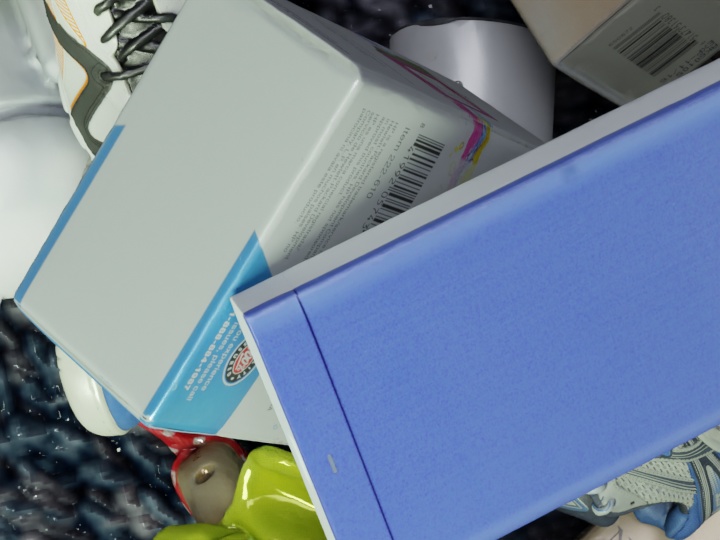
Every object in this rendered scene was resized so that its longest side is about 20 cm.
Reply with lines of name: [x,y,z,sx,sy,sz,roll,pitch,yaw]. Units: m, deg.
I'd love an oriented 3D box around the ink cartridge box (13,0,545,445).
ink cartridge box: [-0.014,-0.013,0.796,0.085,0.200,0.145,37,100,30]

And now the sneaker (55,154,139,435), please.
sneaker: [-0.056,-0.024,0.880,0.111,0.077,0.200,2,61,17]

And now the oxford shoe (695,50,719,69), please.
oxford shoe: [0.162,-0.070,0.973,0.071,0.073,0.201,-2,80,-1]

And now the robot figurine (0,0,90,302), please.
robot figurine: [-0.171,-0.071,0.941,0.113,0.170,0.200,0,59,-37]

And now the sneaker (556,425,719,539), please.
sneaker: [0.095,0.060,0.830,0.085,0.200,0.077,-56,40,4]

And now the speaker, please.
speaker: [0.047,-0.010,0.960,0.081,0.081,0.201,3,80,1]

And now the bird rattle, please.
bird rattle: [-0.051,0.121,0.906,0.113,0.200,0.163,-36,120,-11]

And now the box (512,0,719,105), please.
box: [0.088,-0.179,0.940,0.078,0.095,0.200,-39,61,19]

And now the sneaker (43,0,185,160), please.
sneaker: [-0.096,-0.108,0.812,0.074,0.080,0.200,-22,94,-4]

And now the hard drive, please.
hard drive: [0.067,0.022,0.734,0.200,0.025,0.132,-26,121,-10]

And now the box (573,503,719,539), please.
box: [0.125,0.156,0.932,0.200,0.078,0.095,-44,81,-7]
